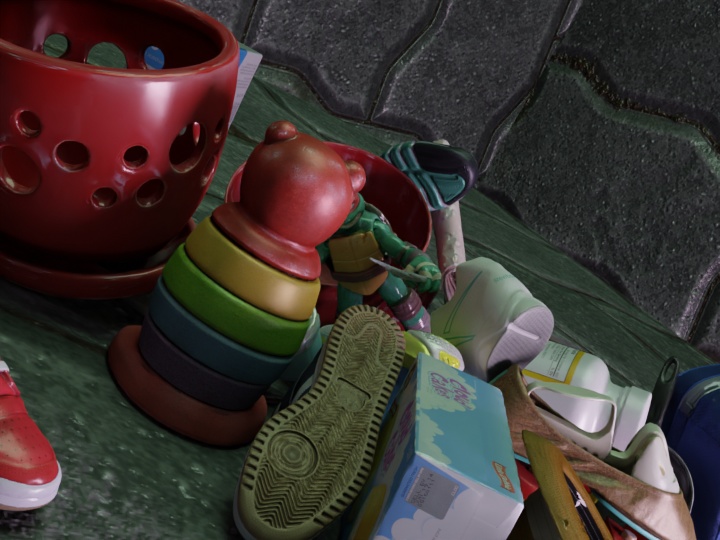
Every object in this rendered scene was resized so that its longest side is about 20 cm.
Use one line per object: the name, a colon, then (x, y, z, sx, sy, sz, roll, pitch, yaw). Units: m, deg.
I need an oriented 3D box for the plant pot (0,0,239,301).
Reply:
plant pot: (-0.196, -0.092, 0.812, 0.197, 0.185, 0.201, 12, 25, -6)

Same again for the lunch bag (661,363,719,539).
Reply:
lunch bag: (0.342, 0.180, 1.081, 0.134, 0.203, 0.132, -4, 26, -31)

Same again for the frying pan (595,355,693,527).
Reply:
frying pan: (0.238, 0.169, 1.023, 0.031, 0.113, 0.192, 64, 25, -46)

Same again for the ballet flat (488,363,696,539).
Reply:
ballet flat: (0.175, 0.130, 0.828, 0.198, 0.073, 0.068, 31, 11, 0)

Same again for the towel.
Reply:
towel: (0.099, -0.006, 1.228, 0.032, 0.193, 0.202, -7, 44, 4)

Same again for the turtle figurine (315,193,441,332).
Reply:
turtle figurine: (0.000, 0.000, 0.933, 0.147, 0.102, 0.202, -4, -44, 20)

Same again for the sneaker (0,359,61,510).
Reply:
sneaker: (-0.204, 0.020, 0.560, 0.199, 0.114, 0.071, 36, 13, 23)

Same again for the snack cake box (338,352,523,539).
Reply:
snack cake box: (0.037, 0.136, 0.681, 0.066, 0.117, 0.200, 25, 11, -1)

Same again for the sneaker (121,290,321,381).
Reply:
sneaker: (-0.117, 0.038, 0.891, 0.198, 0.074, 0.083, 24, -35, 26)

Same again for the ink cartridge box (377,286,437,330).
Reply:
ink cartridge box: (-0.018, -0.006, 1.253, 0.198, 0.084, 0.146, 31, 11, -1)

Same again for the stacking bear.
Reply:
stacking bear: (-0.073, 0.002, 0.755, 0.120, 0.202, 0.114, 28, 11, -9)

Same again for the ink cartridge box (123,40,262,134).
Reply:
ink cartridge box: (-0.182, -0.132, 1.067, 0.084, 0.203, 0.145, 26, 10, 4)

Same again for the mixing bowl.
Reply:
mixing bowl: (-0.037, -0.019, 1.098, 0.196, 0.110, 0.202, 7, 43, -6)

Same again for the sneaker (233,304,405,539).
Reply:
sneaker: (-0.035, 0.120, 0.730, 0.069, 0.109, 0.201, 32, 41, -1)

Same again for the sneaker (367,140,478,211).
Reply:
sneaker: (0.051, -0.106, 1.177, 0.198, 0.075, 0.087, -8, 25, 43)

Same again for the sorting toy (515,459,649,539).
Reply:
sorting toy: (0.172, 0.207, 0.857, 0.199, 0.070, 0.198, 37, 13, 29)

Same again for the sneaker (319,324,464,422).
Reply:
sneaker: (-0.004, 0.101, 0.870, 0.075, 0.106, 0.199, 31, -20, -22)

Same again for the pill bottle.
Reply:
pill bottle: (0.152, 0.113, 1.012, 0.197, 0.106, 0.104, 18, 6, 19)

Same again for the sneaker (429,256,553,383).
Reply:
sneaker: (0.084, 0.074, 0.886, 0.069, 0.202, 0.081, -11, 49, -33)

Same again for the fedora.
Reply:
fedora: (0.115, 0.192, 0.658, 0.202, 0.081, 0.201, 59, 9, -16)
